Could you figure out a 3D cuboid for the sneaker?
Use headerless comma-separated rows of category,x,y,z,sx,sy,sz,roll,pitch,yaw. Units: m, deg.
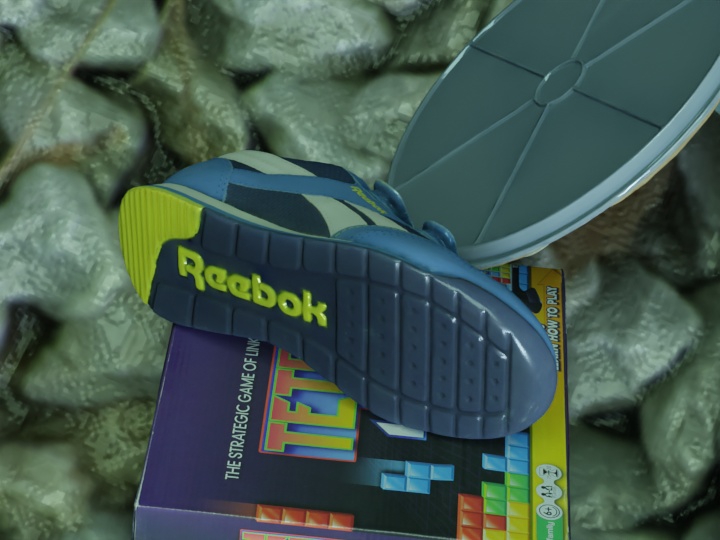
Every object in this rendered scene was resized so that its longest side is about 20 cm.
sneaker,0.000,0.000,0.990,0.199,0.074,0.082,25,35,27

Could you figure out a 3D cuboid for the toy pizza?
toy pizza,0.094,-0.071,1.073,0.032,0.200,0.201,46,68,-26

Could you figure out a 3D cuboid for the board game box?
board game box,0.000,0.064,1.008,0.164,0.057,0.201,7,32,-1

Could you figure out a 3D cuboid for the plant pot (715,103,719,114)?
plant pot,0.262,-0.147,1.050,0.198,0.200,0.198,10,88,2
